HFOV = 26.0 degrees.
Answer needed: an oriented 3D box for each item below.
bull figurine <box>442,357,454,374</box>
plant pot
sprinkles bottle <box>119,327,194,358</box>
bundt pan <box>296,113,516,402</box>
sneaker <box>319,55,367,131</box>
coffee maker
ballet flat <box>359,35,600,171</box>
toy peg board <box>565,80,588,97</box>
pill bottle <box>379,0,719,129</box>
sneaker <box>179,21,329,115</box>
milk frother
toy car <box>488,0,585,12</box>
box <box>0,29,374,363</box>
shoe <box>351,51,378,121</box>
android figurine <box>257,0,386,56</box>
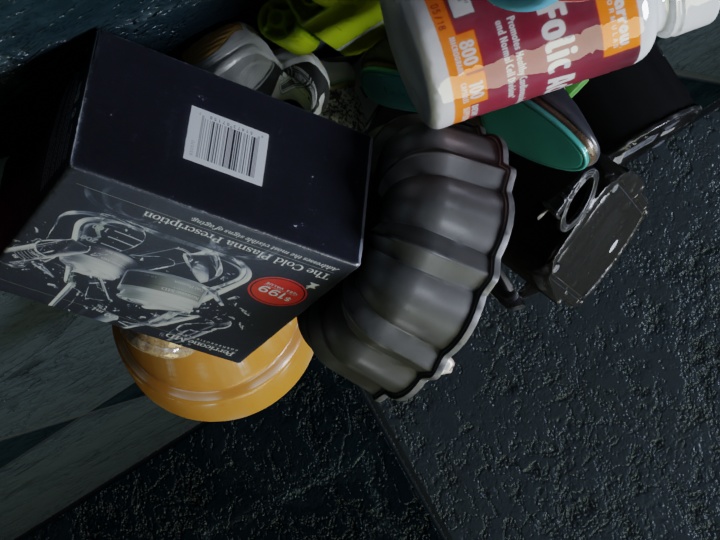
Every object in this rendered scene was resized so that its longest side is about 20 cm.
[{"bbox_3d":[0.000,0.000,1.196,0.122,0.200,0.065,-55,169,-13],"label":"bull figurine"},{"bbox_3d":[-0.147,0.020,1.462,0.200,0.200,0.183,-29,158,-6],"label":"plant pot"},{"bbox_3d":[-0.133,-0.029,1.228,0.068,0.068,0.200,-18,135,-56],"label":"sprinkles bottle"},{"bbox_3d":[0.018,-0.016,1.057,0.076,0.202,0.202,21,147,-22],"label":"bundt pan"},{"bbox_3d":[-0.077,-0.096,1.266,0.200,0.089,0.077,-30,173,1],"label":"sneaker"},{"bbox_3d":[0.109,-0.085,1.204,0.135,0.200,0.192,-45,156,-19],"label":"coffee maker"},{"bbox_3d":[0.092,-0.131,1.096,0.073,0.200,0.073,-34,136,-42],"label":"ballet flat"},{"bbox_3d":[0.171,-0.224,1.138,0.200,0.098,0.199,-46,171,6],"label":"toy peg board"},{"bbox_3d":[0.121,-0.174,1.004,0.199,0.115,0.114,-19,172,-4],"label":"pill bottle"},{"bbox_3d":[-0.066,-0.117,1.143,0.076,0.088,0.200,-32,170,17],"label":"sneaker"},{"bbox_3d":[0.152,-0.158,1.342,0.200,0.188,0.181,-27,171,-19],"label":"milk frother"},{"bbox_3d":[0.040,-0.200,0.791,0.200,0.177,0.184,-19,-168,39],"label":"toy car"},{"bbox_3d":[-0.123,-0.039,1.032,0.199,0.104,0.182,19,149,-23],"label":"box"},{"bbox_3d":[0.028,-0.152,1.325,0.091,0.072,0.200,-9,154,-46],"label":"shoe"},{"bbox_3d":[0.018,-0.205,1.085,0.182,0.041,0.200,-32,172,13],"label":"android figurine"}]
